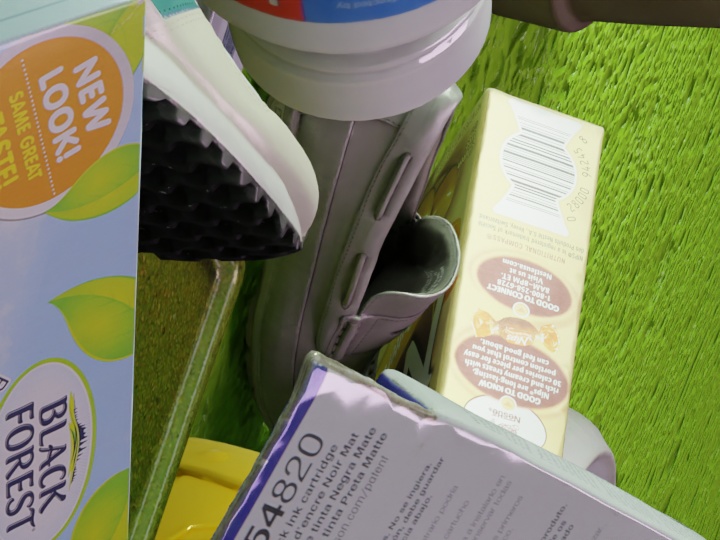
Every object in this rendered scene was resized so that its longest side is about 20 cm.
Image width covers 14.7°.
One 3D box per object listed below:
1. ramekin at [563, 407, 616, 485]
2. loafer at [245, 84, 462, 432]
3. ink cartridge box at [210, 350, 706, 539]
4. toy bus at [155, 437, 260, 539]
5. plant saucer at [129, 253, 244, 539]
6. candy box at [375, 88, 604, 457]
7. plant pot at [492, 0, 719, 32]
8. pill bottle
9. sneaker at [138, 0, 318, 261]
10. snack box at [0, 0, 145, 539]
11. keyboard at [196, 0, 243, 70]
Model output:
[{"bbox_3d":[0.036,0.135,1.229,0.200,0.105,0.201,19,90,-74],"label":"ramekin"},{"bbox_3d":[0.000,0.000,1.016,0.200,0.070,0.070,93,20,-48],"label":"loafer"},{"bbox_3d":[-0.006,0.130,0.712,0.200,0.041,0.200,30,91,-44],"label":"ink cartridge box"},{"bbox_3d":[-0.072,0.178,0.888,0.192,0.135,0.201,-25,135,-60],"label":"toy bus"},{"bbox_3d":[-0.086,0.021,0.729,0.200,0.048,0.200,67,36,-59],"label":"plant saucer"},{"bbox_3d":[0.040,0.044,1.077,0.116,0.055,0.201,121,-16,-52],"label":"candy box"},{"bbox_3d":[0.160,-0.180,1.162,0.200,0.173,0.201,18,90,-73],"label":"plant pot"},{"bbox_3d":[-0.007,-0.131,0.778,0.200,0.112,0.112,81,32,-57],"label":"pill bottle"},{"bbox_3d":[-0.064,-0.081,0.630,0.200,0.070,0.094,43,57,-40],"label":"sneaker"},{"bbox_3d":[-0.128,0.039,0.541,0.168,0.068,0.201,-22,137,-32],"label":"snack box"},{"bbox_3d":[-0.045,-0.077,0.901,0.056,0.011,0.201,-4,112,-78],"label":"keyboard"}]
